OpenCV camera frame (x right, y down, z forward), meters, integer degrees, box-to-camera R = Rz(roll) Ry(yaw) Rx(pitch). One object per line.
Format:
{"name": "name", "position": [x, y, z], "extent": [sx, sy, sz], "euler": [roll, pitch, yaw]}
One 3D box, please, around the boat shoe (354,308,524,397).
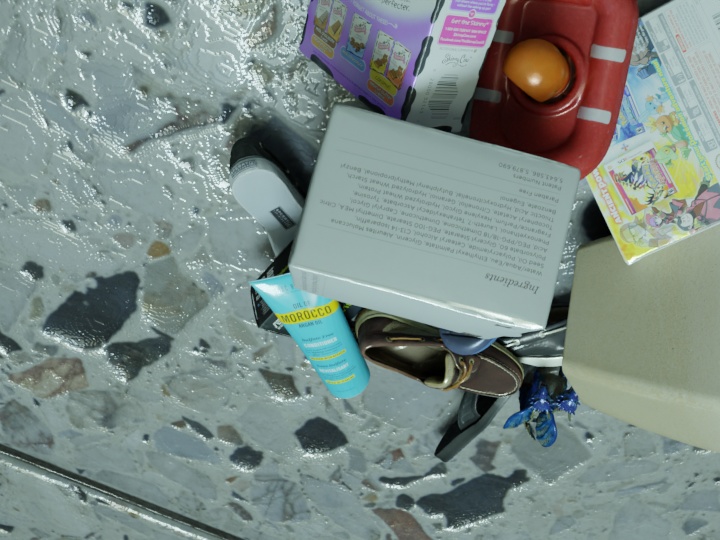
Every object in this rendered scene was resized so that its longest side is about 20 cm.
{"name": "boat shoe", "position": [0.086, 0.101, 1.004], "extent": [0.200, 0.072, 0.072], "euler": [24, 120, -17]}

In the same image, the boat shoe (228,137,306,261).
{"name": "boat shoe", "position": [-0.078, -0.062, 0.993], "extent": [0.068, 0.057, 0.200], "euler": [-22, 141, 8]}

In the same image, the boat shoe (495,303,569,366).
{"name": "boat shoe", "position": [0.155, 0.076, 1.068], "extent": [0.199, 0.074, 0.060], "euler": [-5, 120, 15]}

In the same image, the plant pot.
{"name": "plant pot", "position": [0.307, 0.062, 0.949], "extent": [0.176, 0.201, 0.200], "euler": [4, 160, 25]}

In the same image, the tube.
{"name": "tube", "position": [-0.042, 0.060, 0.975], "extent": [0.077, 0.051, 0.200], "euler": [-17, 138, 8]}

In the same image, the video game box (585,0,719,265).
{"name": "video game box", "position": [0.285, -0.133, 0.856], "extent": [0.182, 0.047, 0.201], "euler": [-25, 88, 21]}

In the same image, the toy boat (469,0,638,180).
{"name": "toy boat", "position": [0.156, -0.166, 0.808], "extent": [0.130, 0.131, 0.201], "euler": [14, 103, 21]}

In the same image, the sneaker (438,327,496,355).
{"name": "sneaker", "position": [0.142, 0.006, 0.951], "extent": [0.074, 0.200, 0.082], "euler": [12, 150, 30]}

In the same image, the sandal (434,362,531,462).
{"name": "sandal", "position": [0.138, 0.159, 1.136], "extent": [0.048, 0.075, 0.201], "euler": [36, 124, 1]}

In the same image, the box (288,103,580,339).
{"name": "box", "position": [0.051, -0.030, 0.789], "extent": [0.199, 0.199, 0.131], "euler": [15, 83, -2]}

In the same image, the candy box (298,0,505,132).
{"name": "candy box", "position": [0.039, -0.238, 0.766], "extent": [0.071, 0.168, 0.200], "euler": [-6, 128, -36]}

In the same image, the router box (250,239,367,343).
{"name": "router box", "position": [0.000, 0.000, 1.000], "extent": [0.150, 0.062, 0.200], "euler": [18, 131, -35]}

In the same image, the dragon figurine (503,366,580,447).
{"name": "dragon figurine", "position": [0.205, 0.166, 1.104], "extent": [0.059, 0.100, 0.200], "euler": [24, 140, 4]}
